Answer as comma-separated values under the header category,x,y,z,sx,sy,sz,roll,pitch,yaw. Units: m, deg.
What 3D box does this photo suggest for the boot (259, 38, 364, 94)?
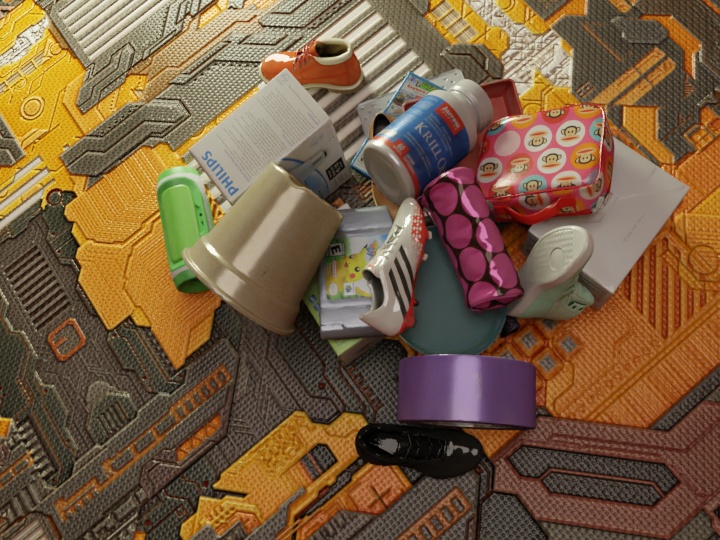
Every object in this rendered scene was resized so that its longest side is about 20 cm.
category,x,y,z,sx,sy,sz,roll,pitch,yaw
boot,-0.095,-0.372,1.228,0.194,0.107,0.077,4,75,11

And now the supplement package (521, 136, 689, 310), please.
category,x,y,z,sx,sy,sz,roll,pitch,yaw
supplement package,0.370,-0.074,1.068,0.155,0.111,0.201,38,81,16

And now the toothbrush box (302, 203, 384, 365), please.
category,x,y,z,sx,sy,sz,roll,pitch,yaw
toothbrush box,-0.023,0.022,1.109,0.144,0.086,0.202,-34,73,-4

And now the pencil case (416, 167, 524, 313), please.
category,x,y,z,sx,sy,sz,roll,pitch,yaw
pencil case,0.156,-0.039,0.990,0.092,0.091,0.204,-25,77,13

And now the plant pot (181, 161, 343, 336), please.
category,x,y,z,sx,sy,sz,roll,pitch,yaw
plant pot,-0.125,-0.042,0.999,0.199,0.200,0.185,38,94,17

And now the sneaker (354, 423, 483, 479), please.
category,x,y,z,sx,sy,sz,roll,pitch,yaw
sneaker,0.084,0.264,1.020,0.194,0.091,0.078,1,72,7

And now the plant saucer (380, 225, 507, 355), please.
category,x,y,z,sx,sy,sz,roll,pitch,yaw
plant saucer,0.121,0.034,1.016,0.194,0.027,0.206,5,70,-13

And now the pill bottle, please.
category,x,y,z,sx,sy,sz,roll,pitch,yaw
pill bottle,0.107,-0.200,1.050,0.199,0.113,0.112,-41,72,-17

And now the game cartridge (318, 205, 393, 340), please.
category,x,y,z,sx,sy,sz,roll,pitch,yaw
game cartridge,0.000,0.000,1.051,0.129,0.041,0.206,-4,71,0

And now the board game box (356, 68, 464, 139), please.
category,x,y,z,sx,sy,sz,roll,pitch,yaw
board game box,0.112,-0.227,1.196,0.195,0.026,0.205,-19,72,3

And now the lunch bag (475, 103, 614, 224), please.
category,x,y,z,sx,sy,sz,roll,pitch,yaw
lunch bag,0.267,-0.146,1.015,0.195,0.082,0.180,-3,58,32

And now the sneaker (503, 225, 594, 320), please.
category,x,y,z,sx,sy,sz,roll,pitch,yaw
sneaker,0.296,0.007,0.983,0.115,0.201,0.076,7,59,-17

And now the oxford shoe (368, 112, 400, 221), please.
category,x,y,z,sx,sy,sz,roll,pitch,yaw
oxford shoe,0.046,-0.158,1.116,0.069,0.071,0.205,-15,74,2

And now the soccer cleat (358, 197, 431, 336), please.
category,x,y,z,sx,sy,sz,roll,pitch,yaw
soccer cleat,0.045,-0.012,0.961,0.083,0.068,0.206,16,72,-23

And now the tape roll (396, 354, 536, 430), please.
category,x,y,z,sx,sy,sz,roll,pitch,yaw
tape roll,0.149,0.176,0.977,0.194,0.200,0.088,1,74,8

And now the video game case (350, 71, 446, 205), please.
category,x,y,z,sx,sy,sz,roll,pitch,yaw
video game case,0.092,-0.225,1.175,0.141,0.018,0.203,30,80,16

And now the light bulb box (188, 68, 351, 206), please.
category,x,y,z,sx,sy,sz,roll,pitch,yaw
light bulb box,-0.138,-0.174,1.125,0.199,0.199,0.125,-40,69,-4

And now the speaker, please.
category,x,y,z,sx,sy,sz,roll,pitch,yaw
speaker,-0.293,-0.070,1.177,0.086,0.089,0.205,-16,72,3

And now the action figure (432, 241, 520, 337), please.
category,x,y,z,sx,sy,sz,roll,pitch,yaw
action figure,0.170,0.017,1.083,0.127,0.069,0.204,-20,80,-14

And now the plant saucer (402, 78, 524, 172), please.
category,x,y,z,sx,sy,sz,roll,pitch,yaw
plant saucer,0.182,-0.195,1.133,0.194,0.037,0.205,-13,81,-7
